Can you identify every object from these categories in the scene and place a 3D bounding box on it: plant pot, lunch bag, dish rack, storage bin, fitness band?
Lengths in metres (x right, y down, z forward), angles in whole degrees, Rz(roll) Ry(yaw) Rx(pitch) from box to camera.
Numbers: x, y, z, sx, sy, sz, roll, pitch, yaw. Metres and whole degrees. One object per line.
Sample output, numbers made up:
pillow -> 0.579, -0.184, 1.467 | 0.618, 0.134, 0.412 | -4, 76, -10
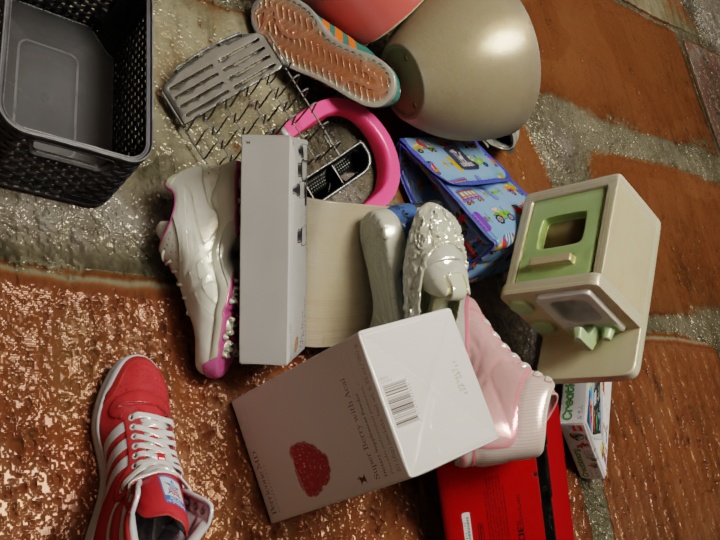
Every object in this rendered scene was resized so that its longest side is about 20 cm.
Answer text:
plant pot -> -0.012, -0.380, 1.078 | 0.178, 0.199, 0.202 | 48, 45, -22
lunch bag -> 0.129, -0.095, 1.131 | 0.149, 0.094, 0.202 | -15, 65, -46
dish rack -> -0.101, -0.147, 0.925 | 0.152, 0.054, 0.202 | -34, 92, -22
plant pot -> 0.101, -0.244, 1.090 | 0.133, 0.200, 0.203 | -21, 82, -26
storage bin -> -0.265, -0.175, 0.802 | 0.134, 0.093, 0.204 | 13, 61, -37
fitness band -> -0.029, -0.117, 1.021 | 0.145, 0.037, 0.200 | 54, 46, -6

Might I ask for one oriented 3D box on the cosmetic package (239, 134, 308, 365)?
cosmetic package -> -0.078, -0.021, 0.833 | 0.083, 0.050, 0.204 | -31, 122, -79

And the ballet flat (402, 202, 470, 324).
ballet flat -> 0.075, 0.040, 0.844 | 0.071, 0.071, 0.204 | 2, 95, -40

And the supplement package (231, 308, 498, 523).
supplement package -> -0.002, 0.131, 0.797 | 0.119, 0.199, 0.123 | -11, 76, -44

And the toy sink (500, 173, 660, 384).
toy sink -> 0.244, 0.010, 1.016 | 0.112, 0.129, 0.203 | 37, 59, -35

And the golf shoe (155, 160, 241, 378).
golf shoe -> -0.147, -0.002, 0.842 | 0.090, 0.075, 0.204 | 2, 79, 6

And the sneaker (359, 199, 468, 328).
sneaker -> 0.065, 0.029, 0.918 | 0.110, 0.076, 0.204 | -15, 105, -29

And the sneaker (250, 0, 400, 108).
sneaker -> -0.040, -0.249, 1.051 | 0.199, 0.072, 0.080 | 36, 9, 7

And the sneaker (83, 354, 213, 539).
sneaker -> -0.164, 0.151, 0.705 | 0.070, 0.112, 0.203 | 18, 57, -34

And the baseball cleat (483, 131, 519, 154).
baseball cleat -> 0.154, -0.247, 1.214 | 0.200, 0.069, 0.107 | 48, 19, -11

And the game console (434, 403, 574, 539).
game console -> 0.158, 0.251, 0.955 | 0.169, 0.119, 0.204 | -9, 94, -7

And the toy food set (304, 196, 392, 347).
toy food set -> 0.000, 0.000, 0.946 | 0.198, 0.060, 0.146 | 0, 101, -43

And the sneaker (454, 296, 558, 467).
sneaker -> 0.139, 0.106, 0.896 | 0.102, 0.076, 0.202 | -2, 43, 3

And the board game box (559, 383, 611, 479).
board game box -> 0.287, 0.139, 1.131 | 0.127, 0.034, 0.202 | 60, 35, -42
